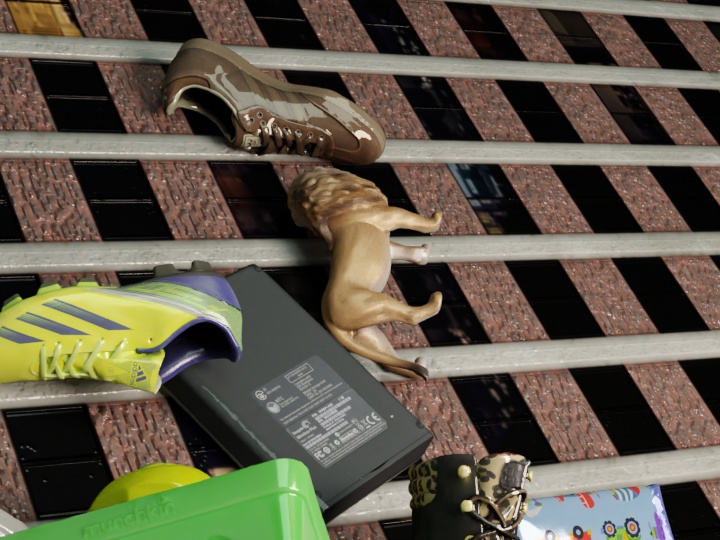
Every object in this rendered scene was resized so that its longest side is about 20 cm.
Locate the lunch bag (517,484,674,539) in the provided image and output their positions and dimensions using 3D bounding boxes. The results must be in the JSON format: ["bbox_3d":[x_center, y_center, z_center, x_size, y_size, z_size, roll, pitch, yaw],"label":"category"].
[{"bbox_3d":[0.155,0.260,1.131,0.149,0.094,0.202,-2,63,-33],"label":"lunch bag"}]

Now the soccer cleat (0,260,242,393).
[{"bbox_3d":[-0.174,0.050,1.143,0.198,0.065,0.084,-13,62,-19],"label":"soccer cleat"}]

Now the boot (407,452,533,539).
[{"bbox_3d":[0.087,0.189,1.028,0.072,0.199,0.153,9,75,-28],"label":"boot"}]

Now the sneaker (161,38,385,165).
[{"bbox_3d":[-0.078,-0.125,1.438,0.198,0.071,0.076,24,57,0],"label":"sneaker"}]

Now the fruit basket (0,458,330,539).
[{"bbox_3d":[-0.116,0.168,0.967,0.213,0.156,0.217,-7,48,7],"label":"fruit basket"}]

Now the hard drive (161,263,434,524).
[{"bbox_3d":[-0.059,0.087,1.222,0.200,0.033,0.139,43,41,18],"label":"hard drive"}]

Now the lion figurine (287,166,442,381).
[{"bbox_3d":[0.000,0.000,1.328,0.121,0.073,0.201,10,45,-11],"label":"lion figurine"}]

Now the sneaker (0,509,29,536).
[{"bbox_3d":[-0.271,0.125,1.013,0.199,0.082,0.088,31,40,3],"label":"sneaker"}]
